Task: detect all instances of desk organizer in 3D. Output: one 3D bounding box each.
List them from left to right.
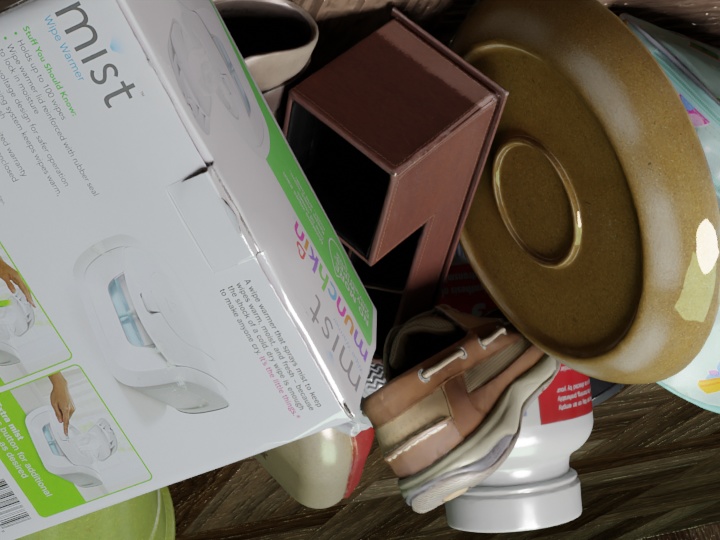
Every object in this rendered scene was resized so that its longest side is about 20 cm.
[{"bbox_3d":[0.002,-0.023,0.740,0.077,0.072,0.200,-39,158,-32],"label":"desk organizer"}]

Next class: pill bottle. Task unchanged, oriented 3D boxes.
[{"bbox_3d":[0.084,0.054,0.914,0.112,0.201,0.112,-7,-179,0],"label":"pill bottle"}]

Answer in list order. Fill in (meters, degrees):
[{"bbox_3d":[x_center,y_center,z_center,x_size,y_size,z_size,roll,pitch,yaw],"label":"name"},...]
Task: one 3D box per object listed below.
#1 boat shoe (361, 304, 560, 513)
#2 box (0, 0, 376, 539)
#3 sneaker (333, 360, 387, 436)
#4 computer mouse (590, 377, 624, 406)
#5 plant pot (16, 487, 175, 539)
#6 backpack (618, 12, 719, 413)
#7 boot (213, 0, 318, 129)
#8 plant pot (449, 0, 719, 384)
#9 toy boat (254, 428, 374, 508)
[{"bbox_3d":[0.051,0.049,0.760,0.076,0.072,0.200,-36,-176,20],"label":"boat shoe"},{"bbox_3d":[-0.115,-0.013,0.593,0.176,0.200,0.097,-22,-158,17],"label":"box"},{"bbox_3d":[-0.018,0.066,0.877,0.075,0.200,0.115,-35,160,-49],"label":"sneaker"},{"bbox_3d":[0.119,0.083,1.131,0.140,0.046,0.200,-26,-174,0],"label":"computer mouse"},{"bbox_3d":[-0.218,0.135,1.021,0.199,0.201,0.190,-8,147,-20],"label":"plant pot"},{"bbox_3d":[0.175,-0.029,0.782,0.175,0.200,0.153,10,135,-47],"label":"backpack"},{"bbox_3d":[-0.060,-0.070,0.703,0.199,0.070,0.146,-14,154,-42],"label":"boot"},{"bbox_3d":[0.090,-0.035,0.695,0.027,0.201,0.200,-22,166,-26],"label":"plant pot"},{"bbox_3d":[-0.027,0.096,1.155,0.131,0.131,0.200,-42,168,-16],"label":"toy boat"}]
